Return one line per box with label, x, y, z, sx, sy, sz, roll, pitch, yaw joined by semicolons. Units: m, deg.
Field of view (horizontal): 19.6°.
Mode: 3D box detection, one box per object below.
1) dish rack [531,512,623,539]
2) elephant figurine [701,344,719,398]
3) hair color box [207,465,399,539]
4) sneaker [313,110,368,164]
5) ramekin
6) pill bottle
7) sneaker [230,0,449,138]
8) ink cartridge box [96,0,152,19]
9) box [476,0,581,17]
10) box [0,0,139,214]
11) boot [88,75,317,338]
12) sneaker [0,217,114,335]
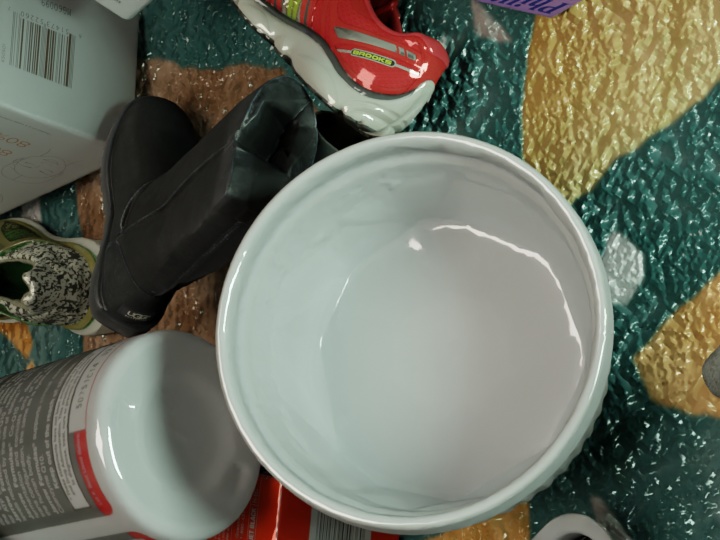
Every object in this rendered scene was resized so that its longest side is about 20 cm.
dish rack;0.107;0.241;1.068;0.200;0.044;0.172;-52;53;30
elephant figurine;0.236;0.092;0.910;0.141;0.155;0.200;42;141;-10
hair color box;-0.080;0.135;1.225;0.200;0.101;0.061;6;90;45
sneaker;0.000;0.000;1.170;0.200;0.075;0.106;49;124;37
ramekin;0.035;0.039;1.066;0.200;0.105;0.200;-4;75;14
pill bottle;-0.159;0.105;1.155;0.200;0.114;0.114;-16;75;44
sneaker;-0.013;-0.152;1.214;0.085;0.077;0.200;-45;52;6
ink cartridge box;-0.101;-0.269;1.253;0.200;0.083;0.146;-34;35;38
box;0.098;-0.218;1.017;0.200;0.176;0.097;-26;69;41
box;-0.268;-0.118;1.387;0.200;0.152;0.106;-19;62;42
boot;-0.092;-0.066;1.226;0.200;0.066;0.165;-40;42;55
sneaker;-0.244;0.001;1.409;0.200;0.089;0.077;3;89;46
